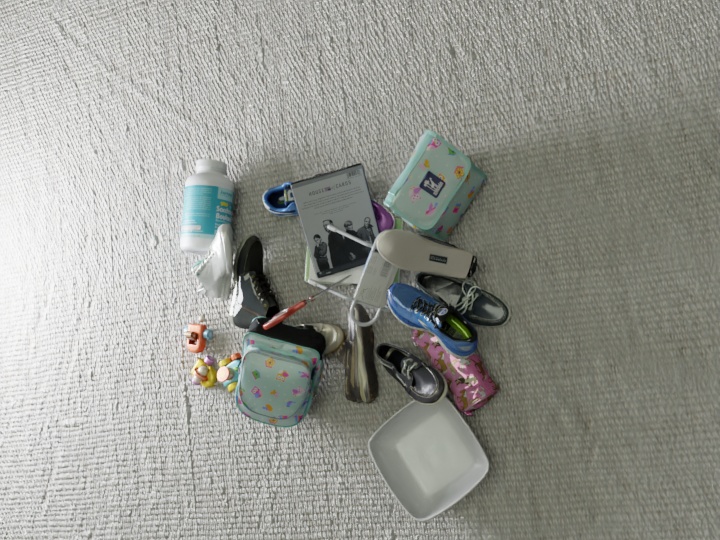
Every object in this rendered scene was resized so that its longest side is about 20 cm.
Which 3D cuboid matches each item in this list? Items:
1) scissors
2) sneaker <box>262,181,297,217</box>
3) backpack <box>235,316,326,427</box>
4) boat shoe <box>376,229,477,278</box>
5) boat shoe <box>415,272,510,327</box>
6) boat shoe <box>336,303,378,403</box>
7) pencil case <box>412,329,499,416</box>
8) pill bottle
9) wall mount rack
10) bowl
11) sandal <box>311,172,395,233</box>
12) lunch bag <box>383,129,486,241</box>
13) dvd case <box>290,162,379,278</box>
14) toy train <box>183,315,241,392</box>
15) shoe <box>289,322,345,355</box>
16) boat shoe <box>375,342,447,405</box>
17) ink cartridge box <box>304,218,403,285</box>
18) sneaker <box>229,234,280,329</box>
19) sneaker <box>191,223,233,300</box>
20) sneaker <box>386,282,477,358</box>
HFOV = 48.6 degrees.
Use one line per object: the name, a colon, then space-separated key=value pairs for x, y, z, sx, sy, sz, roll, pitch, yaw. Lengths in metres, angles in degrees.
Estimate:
scissors: x=-0.105 y=0.064 z=1.555 sx=0.198 sy=0.073 sz=0.014 roll=-28 pitch=95 yaw=22
sneaker: x=-0.118 y=-0.154 z=1.698 sx=0.197 sy=0.082 sz=0.075 roll=-9 pitch=78 yaw=18
backpack: x=-0.167 y=0.219 z=1.611 sx=0.173 sy=0.154 sz=0.203 roll=13 pitch=118 yaw=1
boat shoe: x=0.122 y=-0.030 z=1.547 sx=0.197 sy=0.093 sz=0.076 roll=18 pitch=92 yaw=-6
boat shoe: x=0.198 y=0.052 z=1.558 sx=0.198 sy=0.062 sz=0.076 roll=29 pitch=90 yaw=21
boat shoe: x=-0.014 y=0.170 z=1.619 sx=0.072 sy=0.074 sz=0.204 roll=-9 pitch=78 yaw=20
pencil case: x=0.182 y=0.178 z=1.538 sx=0.201 sy=0.082 sz=0.087 roll=56 pitch=133 yaw=17
pill bottle: x=-0.337 y=-0.139 z=1.765 sx=0.109 sy=0.111 sz=0.204 roll=1 pitch=84 yaw=21
wall mount rack: x=0.000 y=0.000 z=1.580 sx=0.171 sy=0.075 sz=0.203 roll=17 pitch=100 yaw=-19
bowl: x=0.136 y=0.355 z=1.536 sx=0.199 sy=0.075 sz=0.201 roll=-39 pitch=71 yaw=11
sandal: x=-0.022 y=-0.130 z=1.625 sx=0.201 sy=0.050 sz=0.083 roll=29 pitch=84 yaw=1
lunch bag: x=0.136 y=-0.162 z=1.532 sx=0.121 sy=0.199 sz=0.172 roll=36 pitch=95 yaw=29
dvd case: x=-0.043 y=-0.098 z=1.594 sx=0.148 sy=0.025 sz=0.203 roll=-16 pitch=110 yaw=-1
toy train: x=-0.320 y=0.185 z=1.737 sx=0.197 sy=0.055 sz=0.153 roll=10 pitch=90 yaw=28
shoe: x=-0.128 y=0.149 z=1.677 sx=0.197 sy=0.053 sz=0.071 roll=-8 pitch=80 yaw=20
boat shoe: x=0.092 y=0.195 z=1.528 sx=0.073 sy=0.062 sz=0.200 roll=-56 pitch=33 yaw=0
ink cartridge box: x=-0.014 y=-0.042 z=1.664 sx=0.196 sy=0.048 sz=0.148 roll=4 pitch=84 yaw=-2
sneaker: x=-0.214 y=0.029 z=1.709 sx=0.105 sy=0.074 sz=0.204 roll=10 pitch=97 yaw=34
sneaker: x=-0.315 y=-0.014 z=1.699 sx=0.087 sy=0.202 sz=0.076 roll=5 pitch=41 yaw=-9
sneaker: x=0.139 y=0.080 z=1.485 sx=0.198 sy=0.089 sz=0.079 roll=32 pitch=67 yaw=9
